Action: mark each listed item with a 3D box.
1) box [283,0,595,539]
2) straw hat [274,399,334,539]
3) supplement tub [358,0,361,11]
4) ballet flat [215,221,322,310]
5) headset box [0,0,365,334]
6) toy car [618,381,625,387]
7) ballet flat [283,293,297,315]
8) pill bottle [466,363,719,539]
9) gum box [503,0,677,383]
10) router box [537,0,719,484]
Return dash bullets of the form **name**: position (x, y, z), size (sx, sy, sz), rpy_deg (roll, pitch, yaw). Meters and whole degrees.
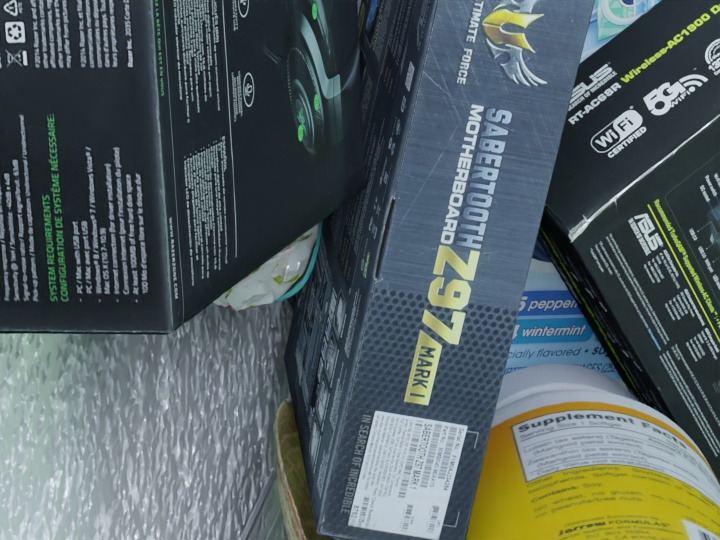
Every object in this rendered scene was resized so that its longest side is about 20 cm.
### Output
- **box**: position (0.022, -0.031, 0.827), size (0.158, 0.051, 0.200), rpy_deg (-109, -150, -70)
- **straw hat**: position (-0.015, 0.145, 0.886), size (0.201, 0.085, 0.201), rpy_deg (59, 8, -14)
- **supplement tub**: position (0.071, -0.118, 1.081), size (0.145, 0.145, 0.200), rpy_deg (72, 25, -50)
- **ballet flat**: position (-0.037, -0.083, 0.856), size (0.064, 0.076, 0.200), rpy_deg (27, 54, -36)
- **headset box**: position (-0.065, -0.090, 0.694), size (0.200, 0.093, 0.174), rpy_deg (-42, 131, -69)
- **toy car**: position (0.111, 0.147, 1.238), size (0.200, 0.175, 0.150), rpy_deg (-51, -169, -21)
- **ballet flat**: position (0.000, 0.000, 1.028), size (0.200, 0.067, 0.062), rpy_deg (72, -5, -58)
- **pill bottle**: position (0.078, 0.109, 0.884), size (0.200, 0.111, 0.111), rpy_deg (-100, -175, -68)
- **gum box**: position (0.103, -0.049, 0.957), size (0.170, 0.045, 0.200), rpy_deg (-1, 126, -35)
- **router box**: position (0.149, -0.021, 0.933), size (0.062, 0.150, 0.200), rpy_deg (50, -4, 42)
